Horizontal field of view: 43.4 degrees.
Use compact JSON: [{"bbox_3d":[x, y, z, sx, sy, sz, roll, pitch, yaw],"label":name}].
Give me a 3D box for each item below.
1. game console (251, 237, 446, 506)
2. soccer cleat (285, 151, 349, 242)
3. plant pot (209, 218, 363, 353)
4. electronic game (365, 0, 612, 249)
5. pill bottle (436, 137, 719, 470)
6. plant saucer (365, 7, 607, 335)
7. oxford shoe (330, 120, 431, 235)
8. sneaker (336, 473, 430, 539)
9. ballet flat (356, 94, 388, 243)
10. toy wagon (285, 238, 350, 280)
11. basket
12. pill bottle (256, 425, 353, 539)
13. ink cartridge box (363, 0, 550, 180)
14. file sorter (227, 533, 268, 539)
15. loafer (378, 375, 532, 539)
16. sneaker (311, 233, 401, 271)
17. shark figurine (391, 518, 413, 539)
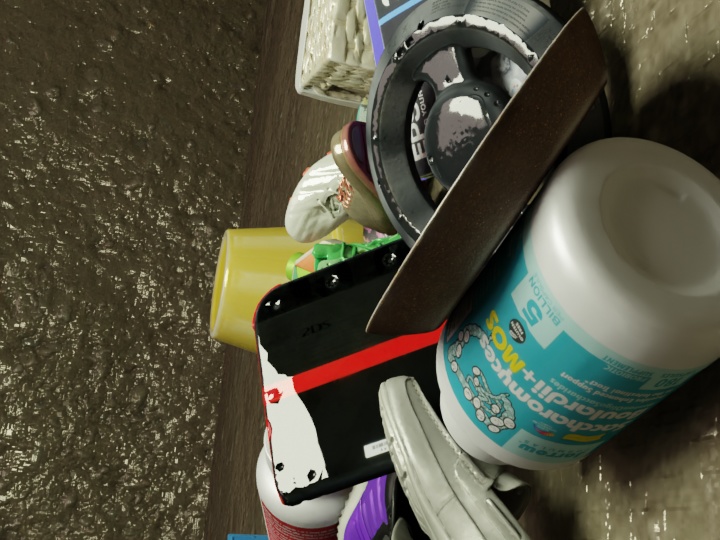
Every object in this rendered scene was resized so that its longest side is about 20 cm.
[{"bbox_3d":[0.018,0.062,0.664,0.031,0.197,0.179,53,-161,-55],"label":"game console"},{"bbox_3d":[0.002,-0.096,0.914,0.200,0.069,0.078,-43,40,9],"label":"soccer cleat"},{"bbox_3d":[-0.079,0.028,1.090,0.201,0.186,0.204,-171,90,-76],"label":"plant pot"},{"bbox_3d":[0.079,-0.088,0.615,0.198,0.041,0.203,16,113,41],"label":"electronic game"},{"bbox_3d":[0.107,0.033,0.470,0.201,0.109,0.112,117,158,-54],"label":"pill bottle"},{"bbox_3d":[0.072,-0.041,0.480,0.201,0.034,0.200,-55,-5,-6],"label":"plant saucer"},{"bbox_3d":[0.008,-0.071,0.818,0.200,0.074,0.072,41,-137,-61],"label":"oxford shoe"},{"bbox_3d":[0.033,0.215,0.762,0.100,0.068,0.203,-124,41,-59],"label":"sneaker"},{"bbox_3d":[0.036,-0.105,0.972,0.071,0.068,0.203,-25,60,52],"label":"ballet flat"},{"bbox_3d":[-0.024,0.074,0.950,0.154,0.039,0.203,20,106,33],"label":"toy wagon"},{"bbox_3d":[0.011,-0.298,1.024,0.123,0.133,0.204,163,114,-73],"label":"basket"},{"bbox_3d":[-0.042,0.216,0.873,0.202,0.110,0.113,88,179,-47],"label":"pill bottle"},{"bbox_3d":[0.059,-0.177,0.689,0.199,0.043,0.201,-14,87,54],"label":"ink cartridge box"},{"bbox_3d":[-0.078,0.401,0.975,0.200,0.136,0.125,-112,29,-65],"label":"file sorter"},{"bbox_3d":[0.070,0.144,0.548,0.070,0.069,0.201,76,168,-56],"label":"loafer"},{"bbox_3d":[0.000,0.000,0.767,0.084,0.199,0.074,51,162,12],"label":"sneaker"},{"bbox_3d":[0.079,0.184,0.625,0.089,0.128,0.216,-29,30,41],"label":"shark figurine"}]
